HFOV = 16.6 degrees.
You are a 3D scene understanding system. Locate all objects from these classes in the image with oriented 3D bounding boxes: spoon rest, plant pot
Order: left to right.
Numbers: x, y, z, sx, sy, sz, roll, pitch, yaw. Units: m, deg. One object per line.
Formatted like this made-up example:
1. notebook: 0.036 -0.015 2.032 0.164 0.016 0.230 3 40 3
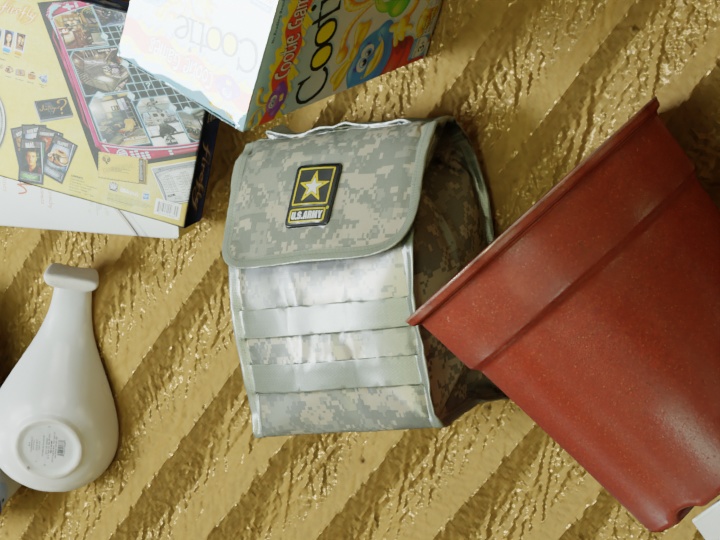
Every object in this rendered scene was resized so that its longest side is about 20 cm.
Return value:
1. spoon rest: -0.222 0.079 1.835 0.099 0.061 0.201 10 119 -4
2. plant pot: 0.164 0.036 1.468 0.195 0.201 0.201 49 128 2

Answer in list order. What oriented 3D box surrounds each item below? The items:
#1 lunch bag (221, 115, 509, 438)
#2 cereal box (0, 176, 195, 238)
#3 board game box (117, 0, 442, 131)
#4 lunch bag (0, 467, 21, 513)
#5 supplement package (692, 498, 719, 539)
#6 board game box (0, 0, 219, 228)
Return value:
1. lunch bag: 0.000 0.000 1.614 0.163 0.117 0.201 -5 98 37
2. cereal box: -0.213 -0.101 1.738 0.199 0.040 0.145 4 104 18
3. board game box: -0.040 -0.176 1.522 0.105 0.200 0.103 31 122 22
4. lunch bag: -0.348 0.106 1.896 0.159 0.076 0.201 -2 125 34
5. supplement package: 0.329 0.165 1.410 0.151 0.152 0.200 -40 82 39
6. board game box: -0.193 -0.121 1.687 0.199 0.035 0.136 16 105 14
